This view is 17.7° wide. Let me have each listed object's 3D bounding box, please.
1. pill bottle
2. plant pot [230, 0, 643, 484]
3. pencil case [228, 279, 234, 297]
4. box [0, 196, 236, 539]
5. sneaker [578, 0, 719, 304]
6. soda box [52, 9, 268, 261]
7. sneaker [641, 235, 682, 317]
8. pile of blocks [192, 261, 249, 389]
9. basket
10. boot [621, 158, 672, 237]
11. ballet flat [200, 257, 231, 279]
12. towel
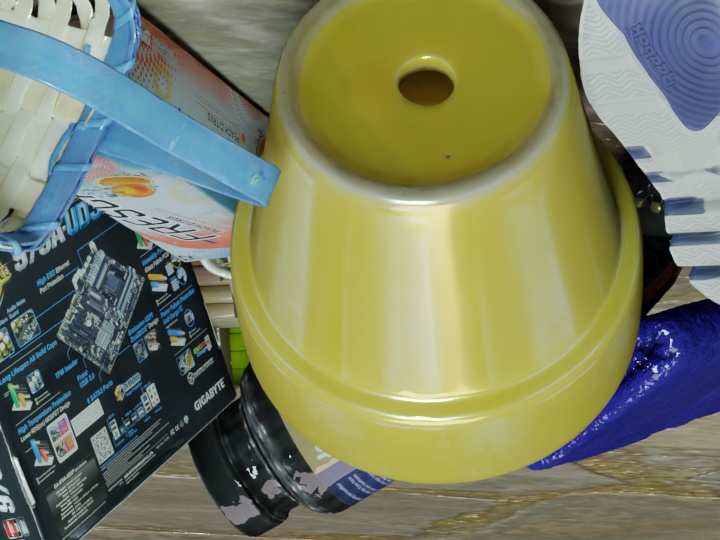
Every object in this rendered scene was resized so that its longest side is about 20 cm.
[{"bbox_3d":[-0.003,0.080,1.433,0.199,0.112,0.112,-31,155,12],"label":"pill bottle"},{"bbox_3d":[0.033,-0.033,1.067,0.199,0.202,0.189,-1,147,3],"label":"plant pot"},{"bbox_3d":[0.024,-0.008,1.306,0.199,0.078,0.090,-13,132,37],"label":"pencil case"},{"bbox_3d":[-0.148,0.036,1.174,0.046,0.160,0.200,-10,-163,29],"label":"box"},{"bbox_3d":[0.166,-0.089,1.046,0.080,0.116,0.200,0,135,31],"label":"sneaker"},{"bbox_3d":[-0.100,-0.062,1.146,0.063,0.069,0.200,-6,163,20],"label":"soda box"},{"bbox_3d":[0.112,0.038,1.340,0.200,0.070,0.090,-40,157,4],"label":"sneaker"},{"bbox_3d":[-0.083,0.036,1.457,0.062,0.083,0.200,-3,163,13],"label":"pile of blocks"},{"bbox_3d":[-0.148,-0.080,0.935,0.199,0.140,0.176,24,175,28],"label":"basket"},{"bbox_3d":[0.199,-0.046,1.201,0.137,0.078,0.200,5,162,3],"label":"boot"},{"bbox_3d":[0.000,0.000,1.229,0.199,0.070,0.069,13,170,26],"label":"ballet flat"},{"bbox_3d":[0.184,0.044,1.281,0.199,0.050,0.148,-13,158,-43],"label":"towel"}]
